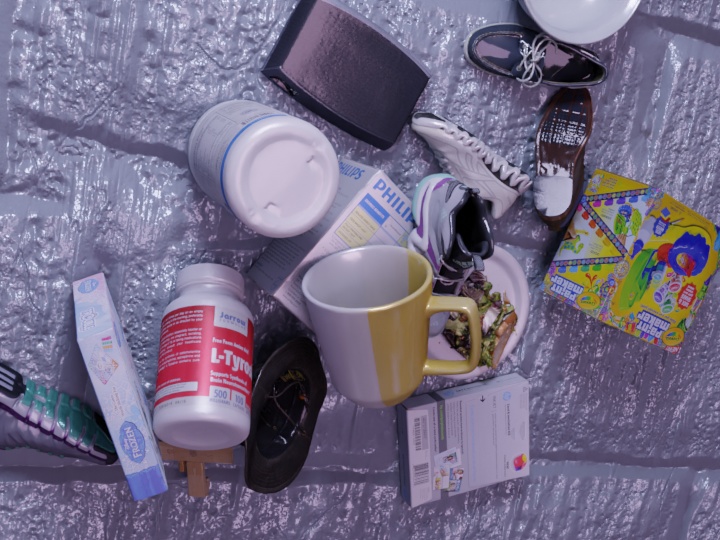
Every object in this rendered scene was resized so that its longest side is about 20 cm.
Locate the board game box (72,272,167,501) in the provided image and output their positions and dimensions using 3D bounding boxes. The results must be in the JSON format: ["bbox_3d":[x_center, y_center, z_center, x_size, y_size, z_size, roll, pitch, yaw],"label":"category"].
[{"bbox_3d":[-0.277,0.126,1.121,0.043,0.200,0.201,-17,111,-12],"label":"board game box"}]

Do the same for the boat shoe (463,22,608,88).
[{"bbox_3d":[0.234,-0.279,1.300,0.198,0.062,0.076,12,106,-20],"label":"boat shoe"}]

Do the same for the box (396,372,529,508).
[{"bbox_3d":[0.152,0.245,1.429,0.198,0.041,0.158,-11,109,-19],"label":"box"}]

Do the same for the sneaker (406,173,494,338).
[{"bbox_3d":[0.106,-0.005,1.142,0.077,0.140,0.202,-5,105,-24],"label":"sneaker"}]

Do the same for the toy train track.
[{"bbox_3d":[-0.209,0.186,1.252,0.114,0.032,0.202,-1,98,21],"label":"toy train track"}]

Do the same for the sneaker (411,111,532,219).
[{"bbox_3d":[0.139,-0.138,1.301,0.199,0.075,0.081,32,100,-27],"label":"sneaker"}]

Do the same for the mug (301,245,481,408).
[{"bbox_3d":[0.027,0.078,1.119,0.149,0.186,0.155,-26,123,-32],"label":"mug"}]

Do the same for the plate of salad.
[{"bbox_3d":[0.157,0.061,1.375,0.198,0.048,0.202,-7,108,-21],"label":"plate of salad"}]

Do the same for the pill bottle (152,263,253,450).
[{"bbox_3d":[-0.182,0.100,1.158,0.111,0.112,0.202,14,58,-26],"label":"pill bottle"}]

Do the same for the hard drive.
[{"bbox_3d":[-0.010,-0.247,1.218,0.199,0.042,0.136,29,92,-27],"label":"hard drive"}]

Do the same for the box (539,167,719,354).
[{"bbox_3d":[0.394,-0.011,1.400,0.199,0.122,0.194,21,97,-37],"label":"box"}]

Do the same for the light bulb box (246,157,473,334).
[{"bbox_3d":[0.000,0.000,1.247,0.198,0.125,0.200,43,85,-27],"label":"light bulb box"}]

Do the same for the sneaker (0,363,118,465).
[{"bbox_3d":[-0.388,0.190,1.176,0.199,0.075,0.088,36,106,-20],"label":"sneaker"}]

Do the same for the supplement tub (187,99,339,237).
[{"bbox_3d":[-0.115,-0.121,1.121,0.131,0.200,0.133,-6,107,-21],"label":"supplement tub"}]

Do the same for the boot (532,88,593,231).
[{"bbox_3d":[0.280,-0.153,1.367,0.097,0.074,0.202,55,50,-68],"label":"boot"}]

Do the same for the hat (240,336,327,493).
[{"bbox_3d":[-0.123,0.177,1.254,0.200,0.080,0.203,-36,132,-54],"label":"hat"}]

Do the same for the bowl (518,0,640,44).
[{"bbox_3d":[0.268,-0.396,1.269,0.199,0.090,0.203,-6,106,-22],"label":"bowl"}]
